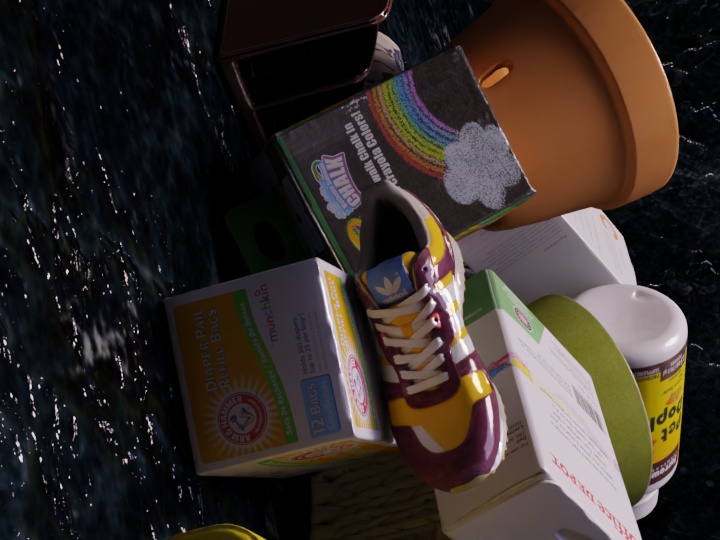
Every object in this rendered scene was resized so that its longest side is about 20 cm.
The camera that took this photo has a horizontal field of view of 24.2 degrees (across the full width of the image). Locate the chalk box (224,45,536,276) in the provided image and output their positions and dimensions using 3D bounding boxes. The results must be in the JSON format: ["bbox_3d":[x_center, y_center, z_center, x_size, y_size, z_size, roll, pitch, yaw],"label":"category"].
[{"bbox_3d":[-0.001,-0.053,1.202,0.125,0.199,0.124,62,-15,2],"label":"chalk box"}]

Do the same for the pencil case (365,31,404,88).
[{"bbox_3d":[-0.001,-0.119,1.368,0.201,0.089,0.078,-95,-179,-51],"label":"pencil case"}]

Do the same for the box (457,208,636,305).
[{"bbox_3d":[0.149,-0.039,1.496,0.200,0.097,0.125,46,21,-25],"label":"box"}]

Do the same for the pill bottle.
[{"bbox_3d":[0.225,0.120,1.462,0.110,0.108,0.201,-87,174,-55],"label":"pill bottle"}]

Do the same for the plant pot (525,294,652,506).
[{"bbox_3d":[0.100,0.139,1.359,0.187,0.199,0.188,49,-30,43],"label":"plant pot"}]

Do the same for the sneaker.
[{"bbox_3d":[0.033,0.039,1.031,0.090,0.075,0.201,47,23,-51],"label":"sneaker"}]

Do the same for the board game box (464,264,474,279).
[{"bbox_3d":[0.115,0.048,1.580,0.166,0.199,0.057,-90,-162,-54],"label":"board game box"}]

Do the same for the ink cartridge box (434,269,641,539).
[{"bbox_3d":[0.111,0.122,1.147,0.145,0.084,0.201,45,22,-34],"label":"ink cartridge box"}]

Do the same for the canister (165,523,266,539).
[{"bbox_3d":[-0.043,0.225,0.904,0.200,0.086,0.150,48,30,-64],"label":"canister"}]

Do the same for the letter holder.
[{"bbox_3d":[-0.025,-0.200,1.333,0.201,0.141,0.101,-90,162,-50],"label":"letter holder"}]

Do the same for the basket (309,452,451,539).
[{"bbox_3d":[0.050,0.229,1.222,0.200,0.135,0.124,64,15,-46],"label":"basket"}]

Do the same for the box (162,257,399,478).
[{"bbox_3d":[-0.038,0.068,1.067,0.200,0.101,0.113,30,47,-74],"label":"box"}]

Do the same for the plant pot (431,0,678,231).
[{"bbox_3d":[0.130,-0.121,1.301,0.200,0.139,0.201,54,-18,26],"label":"plant pot"}]
